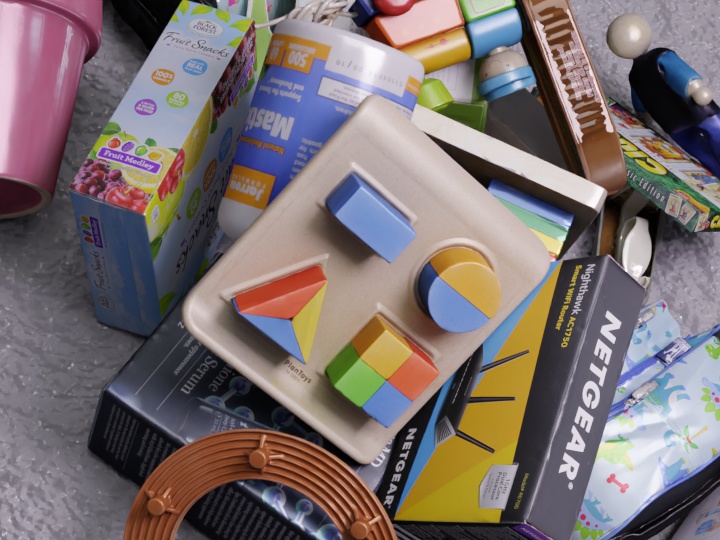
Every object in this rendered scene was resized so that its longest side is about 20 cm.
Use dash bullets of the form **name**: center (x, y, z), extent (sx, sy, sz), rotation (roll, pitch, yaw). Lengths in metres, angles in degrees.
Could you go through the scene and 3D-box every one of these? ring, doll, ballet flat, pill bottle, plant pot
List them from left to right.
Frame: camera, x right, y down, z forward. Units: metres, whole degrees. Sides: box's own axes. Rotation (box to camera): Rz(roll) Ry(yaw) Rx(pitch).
- **plant pot**: center (-0.297, -0.140, 1.260), extent (0.199, 0.200, 0.180), rotation (1, 76, -15)
- **ring**: center (-0.070, 0.206, 1.128), extent (0.200, 0.201, 0.019), rotation (35, 16, 6)
- **pill bottle**: center (-0.035, -0.065, 1.158), extent (0.112, 0.112, 0.201), rotation (18, 90, -5)
- **ballet flat**: center (0.234, -0.041, 1.415), extent (0.067, 0.064, 0.200), rotation (18, 57, -6)
- **doll**: center (0.281, -0.141, 1.452), extent (0.048, 0.136, 0.200), rotation (-44, 102, -12)

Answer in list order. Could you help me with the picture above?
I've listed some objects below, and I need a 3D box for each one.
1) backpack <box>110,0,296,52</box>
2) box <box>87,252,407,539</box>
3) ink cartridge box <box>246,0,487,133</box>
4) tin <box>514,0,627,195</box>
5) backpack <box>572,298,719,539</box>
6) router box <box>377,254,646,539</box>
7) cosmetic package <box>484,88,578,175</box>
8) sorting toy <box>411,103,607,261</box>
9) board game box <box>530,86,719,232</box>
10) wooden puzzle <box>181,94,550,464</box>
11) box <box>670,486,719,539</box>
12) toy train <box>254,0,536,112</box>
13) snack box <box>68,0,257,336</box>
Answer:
- **backpack**: center (-0.148, -0.265, 1.387), extent (0.126, 0.167, 0.200), rotation (-27, 77, -33)
- **box**: center (-0.073, 0.114, 1.213), extent (0.200, 0.107, 0.149), rotation (34, 57, 4)
- **ink cartridge box**: center (0.010, -0.201, 1.357), extent (0.199, 0.076, 0.148), rotation (6, 74, 4)
- **tin**: center (0.161, -0.152, 1.312), extent (0.042, 0.112, 0.201), rotation (-21, 91, -3)
- **backpack**: center (0.181, 0.130, 1.225), extent (0.200, 0.183, 0.147), rotation (-32, 77, -29)
- **router box**: center (0.102, 0.091, 1.142), extent (0.051, 0.149, 0.200), rotation (37, 61, -33)
- **cosmetic package**: center (0.120, -0.118, 1.417), extent (0.051, 0.083, 0.200), rotation (-36, 76, -29)
- **sorting toy**: center (0.072, -0.048, 1.302), extent (0.198, 0.200, 0.070), rotation (24, 78, 2)
- **board game box**: center (0.241, -0.097, 1.414), extent (0.105, 0.024, 0.200), rotation (-7, 40, -46)
- **wooden puzzle**: center (0.010, 0.014, 1.105), extent (0.185, 0.046, 0.200), rotation (40, 93, -24)
- **box**: center (0.301, 0.225, 1.246), extent (0.113, 0.101, 0.200), rotation (46, 58, -3)
- **toy train**: center (0.031, -0.164, 1.264), extent (0.199, 0.085, 0.116), rotation (-21, 89, -11)
- **snack box**: center (-0.142, -0.075, 1.263), extent (0.067, 0.169, 0.200), rotation (18, 56, 12)
